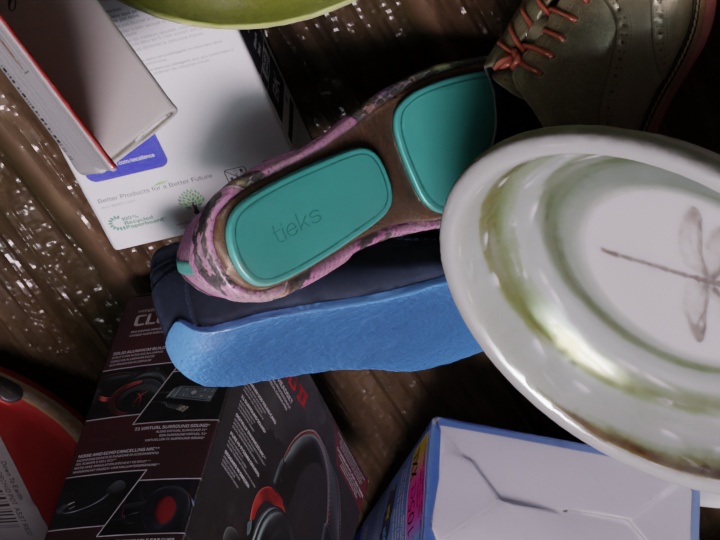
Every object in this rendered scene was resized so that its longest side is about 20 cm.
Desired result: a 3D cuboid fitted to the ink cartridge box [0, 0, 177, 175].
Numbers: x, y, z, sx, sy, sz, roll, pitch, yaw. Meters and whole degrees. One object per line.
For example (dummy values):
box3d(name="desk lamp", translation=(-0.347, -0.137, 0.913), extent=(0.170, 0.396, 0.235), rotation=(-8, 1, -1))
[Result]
box3d(name="ink cartridge box", translation=(-0.141, -0.126, 1.011), extent=(0.043, 0.174, 0.200), rotation=(-38, 98, -8))

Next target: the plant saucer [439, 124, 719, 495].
box3d(name="plant saucer", translation=(0.129, 0.007, 1.106), extent=(0.199, 0.050, 0.201), rotation=(22, 144, 17))

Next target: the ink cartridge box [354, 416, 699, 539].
box3d(name="ink cartridge box", translation=(0.071, 0.153, 1.360), extent=(0.136, 0.077, 0.200), rotation=(12, 151, -9))

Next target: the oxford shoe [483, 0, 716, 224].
box3d(name="oxford shoe", translation=(0.092, -0.096, 1.114), extent=(0.075, 0.070, 0.201), rotation=(-11, 124, -27))

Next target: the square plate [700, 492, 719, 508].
box3d(name="square plate", translation=(0.217, 0.071, 1.291), extent=(0.199, 0.029, 0.198), rotation=(1, 153, 2))

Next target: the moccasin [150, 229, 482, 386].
box3d(name="moccasin", translation=(0.000, 0.000, 1.225), extent=(0.199, 0.068, 0.081), rotation=(-2, 141, -37))

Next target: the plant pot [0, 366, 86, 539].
box3d(name="plant pot", translation=(-0.206, 0.154, 1.317), extent=(0.200, 0.201, 0.183), rotation=(23, 124, -19))

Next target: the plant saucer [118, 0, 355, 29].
box3d(name="plant saucer", translation=(-0.039, -0.187, 1.048), extent=(0.199, 0.031, 0.201), rotation=(-9, 124, -14))

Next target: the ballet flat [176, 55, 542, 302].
box3d(name="ballet flat", translation=(0.005, -0.042, 1.178), extent=(0.199, 0.071, 0.069), rotation=(-26, 104, -26))

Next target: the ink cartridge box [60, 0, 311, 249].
box3d(name="ink cartridge box", translation=(-0.095, -0.097, 1.171), extent=(0.099, 0.039, 0.200), rotation=(-11, 134, 13))

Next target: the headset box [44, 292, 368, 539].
box3d(name="headset box", translation=(-0.068, 0.114, 1.268), extent=(0.075, 0.201, 0.149), rotation=(-6, 134, 23))
